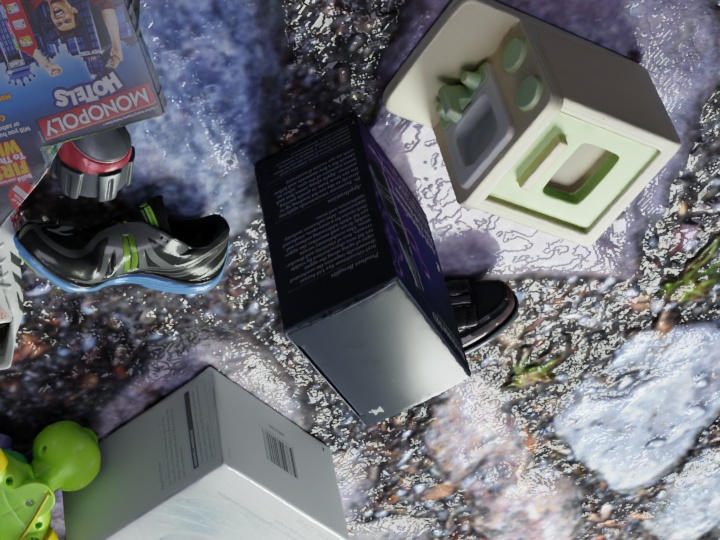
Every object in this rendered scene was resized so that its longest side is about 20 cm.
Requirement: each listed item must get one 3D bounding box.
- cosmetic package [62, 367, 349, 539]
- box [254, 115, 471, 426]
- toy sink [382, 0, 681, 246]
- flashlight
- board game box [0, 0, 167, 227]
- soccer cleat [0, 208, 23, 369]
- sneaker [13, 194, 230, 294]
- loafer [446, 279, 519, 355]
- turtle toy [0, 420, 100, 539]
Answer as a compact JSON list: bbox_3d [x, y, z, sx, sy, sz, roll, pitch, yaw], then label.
[{"bbox_3d":[-0.153,0.230,1.698,0.199,0.124,0.199,-33,135,21],"label":"cosmetic package"},{"bbox_3d":[0.000,0.000,1.438,0.104,0.201,0.148,-26,137,12],"label":"box"},{"bbox_3d":[0.138,-0.118,1.418,0.199,0.113,0.131,18,128,-31],"label":"toy sink"},{"bbox_3d":[-0.199,-0.146,1.329,0.067,0.068,0.201,-13,140,-27],"label":"flashlight"},{"bbox_3d":[-0.244,-0.142,1.250,0.198,0.062,0.201,-13,114,10],"label":"board game box"},{"bbox_3d":[-0.311,-0.002,1.434,0.068,0.086,0.201,-6,137,-9],"label":"soccer cleat"},{"bbox_3d":[-0.198,-0.027,1.451,0.198,0.071,0.083,2,126,-34],"label":"sneaker"},{"bbox_3d":[0.047,0.051,1.606,0.199,0.072,0.063,-20,133,10],"label":"loafer"},{"bbox_3d":[-0.336,0.210,1.638,0.199,0.101,0.146,-24,113,7],"label":"turtle toy"}]
